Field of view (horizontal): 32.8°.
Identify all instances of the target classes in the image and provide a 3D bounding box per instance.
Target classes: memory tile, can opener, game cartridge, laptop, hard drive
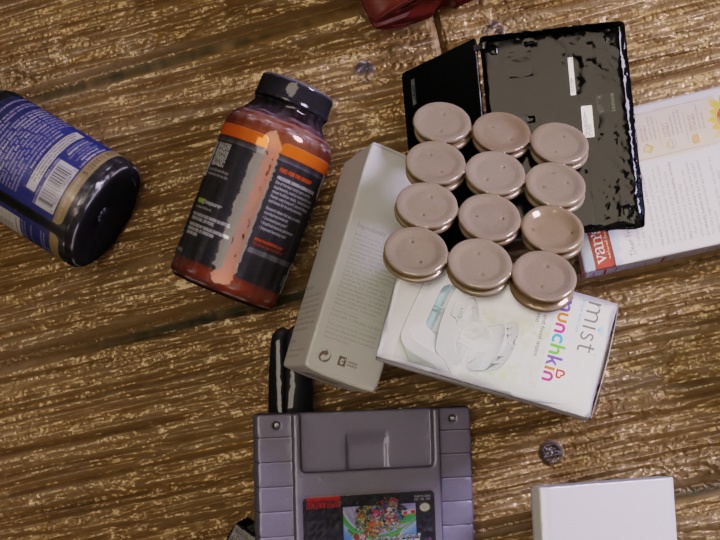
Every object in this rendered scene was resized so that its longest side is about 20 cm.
[{"bbox_3d":[0.104,-0.056,0.971,0.151,0.017,0.202,10,48,6],"label":"memory tile"},{"bbox_3d":[-0.061,0.152,1.124,0.063,0.078,0.203,-17,78,46],"label":"can opener"},{"bbox_3d":[0.004,0.188,1.079,0.197,0.038,0.132,-1,81,-15],"label":"game cartridge"},{"bbox_3d":[0.139,-0.111,1.088,0.197,0.103,0.180,-6,85,5],"label":"laptop"},{"bbox_3d":[0.214,0.284,1.055,0.130,0.026,0.203,-1,85,-17],"label":"hard drive"}]

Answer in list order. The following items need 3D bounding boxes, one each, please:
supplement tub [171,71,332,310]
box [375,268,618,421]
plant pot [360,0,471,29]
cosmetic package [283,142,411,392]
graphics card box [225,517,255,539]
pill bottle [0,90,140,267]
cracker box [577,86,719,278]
[{"bbox_3d":[-0.091,-0.073,1.114,0.106,0.107,0.202,21,89,10],"label":"supplement tub"},{"bbox_3d":[0.117,0.057,1.024,0.174,0.200,0.098,14,88,11],"label":"box"},{"bbox_3d":[0.045,-0.332,1.079,0.198,0.201,0.198,-20,91,7],"label":"plant pot"},{"bbox_3d":[0.000,0.000,1.077,0.073,0.102,0.203,20,81,-13],"label":"cosmetic package"},{"bbox_3d":[-0.059,0.331,1.106,0.198,0.051,0.127,30,91,9],"label":"graphics card box"},{"bbox_3d":[-0.316,-0.098,1.148,0.198,0.112,0.113,31,91,10],"label":"pill bottle"},{"bbox_3d":[0.279,-0.081,1.081,0.197,0.058,0.136,-12,82,7],"label":"cracker box"}]
